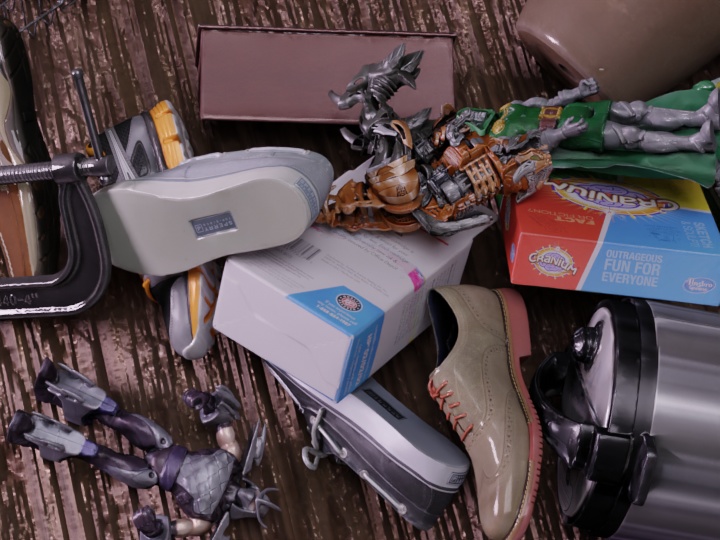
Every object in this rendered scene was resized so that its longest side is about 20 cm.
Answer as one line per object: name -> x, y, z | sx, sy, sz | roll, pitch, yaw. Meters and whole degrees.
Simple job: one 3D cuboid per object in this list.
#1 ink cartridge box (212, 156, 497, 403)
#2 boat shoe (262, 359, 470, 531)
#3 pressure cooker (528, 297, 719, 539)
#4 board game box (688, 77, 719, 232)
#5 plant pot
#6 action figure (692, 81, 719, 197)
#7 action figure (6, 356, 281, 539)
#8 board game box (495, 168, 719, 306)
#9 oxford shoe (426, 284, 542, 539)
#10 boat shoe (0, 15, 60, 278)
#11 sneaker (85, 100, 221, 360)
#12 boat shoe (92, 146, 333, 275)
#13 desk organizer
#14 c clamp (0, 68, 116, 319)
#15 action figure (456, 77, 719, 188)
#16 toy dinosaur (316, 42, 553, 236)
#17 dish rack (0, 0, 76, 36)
ink cartridge box -> 0.000, 0.000, 1.575 | 0.115, 0.068, 0.200 | 31, 41, 20
boat shoe -> -0.010, 0.112, 1.562 | 0.199, 0.073, 0.068 | 36, 108, 22
pressure cooker -> 0.216, 0.109, 1.533 | 0.198, 0.176, 0.180 | 10, 65, -6
board game box -> 0.334, -0.066, 1.698 | 0.134, 0.029, 0.201 | -22, 72, -14
plant pot -> 0.216, -0.215, 1.675 | 0.200, 0.200, 0.175 | 42, 89, 11
action figure -> 0.306, -0.057, 1.625 | 0.118, 0.055, 0.201 | -22, 76, -34
action figure -> -0.148, 0.134, 1.539 | 0.199, 0.069, 0.131 | 23, 62, 0
board game box -> 0.179, -0.042, 1.596 | 0.152, 0.041, 0.200 | 6, 25, -5
oxford shoe -> 0.079, 0.100, 1.507 | 0.074, 0.071, 0.201 | 10, 52, -20
boat shoe -> -0.272, -0.084, 1.597 | 0.073, 0.076, 0.202 | -11, 90, 7
sneaker -> -0.150, -0.025, 1.605 | 0.077, 0.078, 0.202 | -15, 67, 2
boat shoe -> -0.105, -0.046, 1.526 | 0.199, 0.071, 0.072 | -7, 24, 31
desk organizer -> -0.027, -0.136, 1.660 | 0.198, 0.072, 0.078 | 1, 70, -6
c clamp -> -0.252, -0.045, 1.545 | 0.198, 0.027, 0.172 | -10, 107, 25
action figure -> 0.164, -0.105, 1.593 | 0.198, 0.055, 0.118 | 0, 35, 18
toy dinosaur -> 0.031, -0.077, 1.545 | 0.198, 0.103, 0.137 | -1, 53, -16
dish rack -> -0.307, -0.220, 1.671 | 0.200, 0.055, 0.154 | -38, 79, -21
